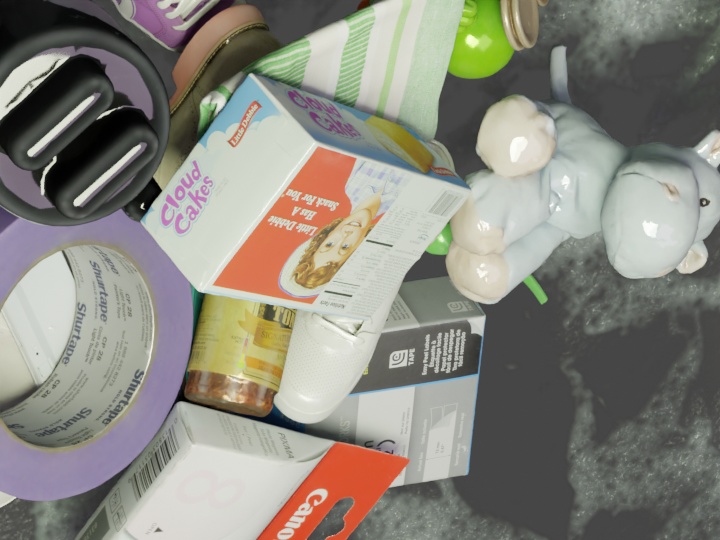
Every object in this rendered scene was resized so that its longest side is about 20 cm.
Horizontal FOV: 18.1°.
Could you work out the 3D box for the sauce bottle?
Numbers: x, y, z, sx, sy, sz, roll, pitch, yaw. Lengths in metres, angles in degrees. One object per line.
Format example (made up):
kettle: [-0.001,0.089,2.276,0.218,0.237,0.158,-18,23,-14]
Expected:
sauce bottle: [-0.067,-0.005,1.505,0.066,0.066,0.201,18,80,-36]

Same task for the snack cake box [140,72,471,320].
snack cake box: [-0.030,-0.040,1.385,0.115,0.067,0.200,-50,153,15]

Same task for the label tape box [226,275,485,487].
label tape box: [-0.017,0.090,1.623,0.199,0.066,0.144,-9,125,-21]

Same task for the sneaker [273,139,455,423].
sneaker: [0.000,0.000,1.516,0.074,0.116,0.200,27,68,-3]

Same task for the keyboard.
keyboard: [-0.224,-0.012,1.477,0.056,0.011,0.200,-42,129,-30]

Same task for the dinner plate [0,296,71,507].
dinner plate: [-0.273,0.092,1.516,0.200,0.024,0.201,-14,124,-22]

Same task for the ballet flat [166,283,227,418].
ballet flat: [-0.126,0.088,1.566,0.073,0.073,0.201,-22,123,-17]

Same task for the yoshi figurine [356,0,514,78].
yoshi figurine: [0.059,-0.206,1.479,0.112,0.112,0.201,-22,129,-25]

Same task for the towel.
towel: [-0.022,-0.098,1.411,0.200,0.023,0.153,-27,150,-29]

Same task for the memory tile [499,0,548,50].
memory tile: [0.092,-0.255,1.458,0.017,0.154,0.200,-4,130,20]

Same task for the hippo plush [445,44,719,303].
hippo plush: [0.160,-0.038,1.538,0.200,0.160,0.160,-39,148,-65]

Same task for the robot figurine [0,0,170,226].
robot figurine: [-0.182,-0.102,1.338,0.124,0.200,0.151,-6,112,-19]

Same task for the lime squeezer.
lime squeezer: [0.072,-0.009,1.645,0.199,0.038,0.071,6,114,-33]

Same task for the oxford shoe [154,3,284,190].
oxford shoe: [-0.098,-0.076,1.453,0.071,0.074,0.200,-22,153,-39]

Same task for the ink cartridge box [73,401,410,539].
ink cartridge box: [-0.080,0.176,1.557,0.200,0.057,0.163,20,123,-30]

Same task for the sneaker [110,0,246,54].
sneaker: [-0.121,-0.183,1.382,0.073,0.114,0.200,-45,131,-1]

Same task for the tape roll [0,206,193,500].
tape roll: [-0.208,0.039,1.441,0.200,0.085,0.201,-16,113,-43]
